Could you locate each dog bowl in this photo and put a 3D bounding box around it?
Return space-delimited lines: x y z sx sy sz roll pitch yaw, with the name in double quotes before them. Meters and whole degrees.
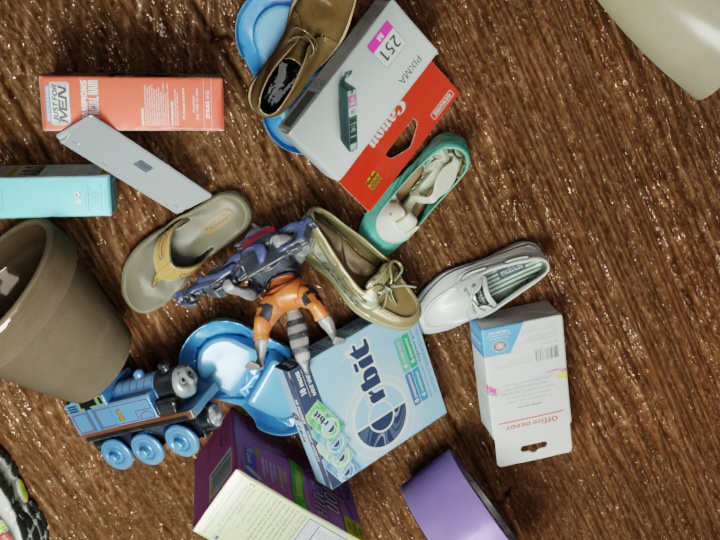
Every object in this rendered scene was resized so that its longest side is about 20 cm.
"dog bowl" -0.081 -0.242 1.129 0.110 0.050 0.202 -20 107 -4
"dog bowl" -0.140 0.132 1.212 0.199 0.050 0.112 29 99 -16

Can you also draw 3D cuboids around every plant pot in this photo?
"plant pot" 0.379 -0.341 1.129 0.199 0.187 0.188 31 98 -2
"plant pot" -0.372 0.067 1.105 0.200 0.200 0.175 -42 126 3

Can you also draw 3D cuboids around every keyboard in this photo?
"keyboard" -0.258 -0.119 1.086 0.056 0.011 0.200 -27 145 22

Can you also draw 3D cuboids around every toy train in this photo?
"toy train" -0.265 0.175 1.158 0.198 0.087 0.115 -16 110 27

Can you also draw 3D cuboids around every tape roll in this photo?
"tape roll" 0.145 0.345 1.248 0.085 0.200 0.201 -36 108 1

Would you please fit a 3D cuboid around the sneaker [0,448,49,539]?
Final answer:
"sneaker" -0.469 0.324 1.211 0.084 0.077 0.202 -17 101 7

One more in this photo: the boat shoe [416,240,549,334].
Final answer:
"boat shoe" 0.156 0.023 1.231 0.199 0.067 0.074 -33 108 0

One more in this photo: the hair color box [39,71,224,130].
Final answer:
"hair color box" -0.258 -0.196 1.078 0.198 0.111 0.065 -3 104 -10

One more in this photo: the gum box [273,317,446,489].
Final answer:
"gum box" 0.005 0.156 1.214 0.199 0.044 0.171 -29 110 -28

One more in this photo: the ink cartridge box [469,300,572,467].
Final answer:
"ink cartridge box" 0.220 0.155 1.277 0.114 0.068 0.202 -10 106 -7

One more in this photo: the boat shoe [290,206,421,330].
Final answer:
"boat shoe" 0.000 0.000 1.174 0.199 0.063 0.074 37 58 -5

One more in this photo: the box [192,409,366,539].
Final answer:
"box" -0.107 0.298 1.202 0.199 0.176 0.097 35 97 -16

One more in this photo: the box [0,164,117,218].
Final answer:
"box" -0.390 -0.093 1.098 0.198 0.082 0.050 -2 106 -9

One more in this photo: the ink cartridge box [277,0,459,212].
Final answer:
"ink cartridge box" 0.023 -0.191 1.124 0.173 0.043 0.201 40 85 -33

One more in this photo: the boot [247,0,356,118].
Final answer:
"boot" -0.060 -0.260 1.063 0.073 0.075 0.201 30 97 -14

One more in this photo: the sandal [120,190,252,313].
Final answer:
"sandal" -0.218 -0.024 1.160 0.199 0.054 0.081 -38 108 2

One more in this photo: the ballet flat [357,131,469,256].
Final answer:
"ballet flat" 0.066 -0.090 1.184 0.067 0.070 0.201 37 97 -20

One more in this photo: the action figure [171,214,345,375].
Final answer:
"action figure" -0.119 0.032 1.138 0.198 0.195 0.105 -23 148 11
